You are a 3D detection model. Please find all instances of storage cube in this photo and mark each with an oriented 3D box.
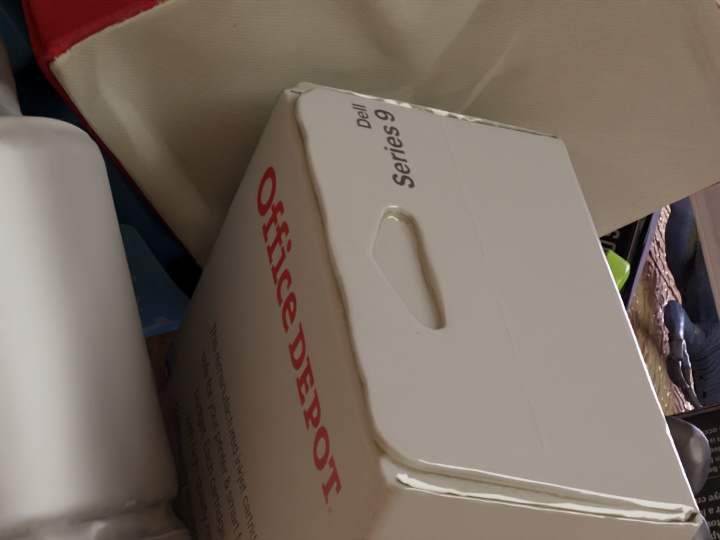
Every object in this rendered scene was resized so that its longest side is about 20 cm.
[{"bbox_3d":[-0.001,-0.108,0.667,0.200,0.170,0.180,55,12,-51],"label":"storage cube"}]

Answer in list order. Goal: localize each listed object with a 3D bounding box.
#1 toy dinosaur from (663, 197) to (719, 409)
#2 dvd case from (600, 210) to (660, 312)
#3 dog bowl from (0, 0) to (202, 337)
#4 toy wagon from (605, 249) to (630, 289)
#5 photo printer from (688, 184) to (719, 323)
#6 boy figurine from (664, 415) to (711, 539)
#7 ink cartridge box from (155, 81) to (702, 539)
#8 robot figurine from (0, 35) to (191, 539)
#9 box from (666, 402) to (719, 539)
[{"bbox_3d":[0.202,0.018,1.188,0.200,0.104,0.183,-93,-172,-74],"label":"toy dinosaur"},{"bbox_3d":[0.126,-0.033,1.047,0.200,0.025,0.151,-63,166,-54],"label":"dvd case"},{"bbox_3d":[-0.105,-0.058,0.661,0.200,0.049,0.112,57,14,-29],"label":"dog bowl"},{"bbox_3d":[0.000,0.000,0.772,0.155,0.040,0.200,36,51,2],"label":"toy wagon"},{"bbox_3d":[0.190,-0.048,1.003,0.166,0.069,0.201,-50,128,-60],"label":"photo printer"},{"bbox_3d":[0.061,0.106,0.729,0.200,0.064,0.125,-39,130,-63],"label":"boy figurine"},{"bbox_3d":[-0.005,0.075,0.596,0.087,0.201,0.146,8,38,-20],"label":"ink cartridge box"},{"bbox_3d":[-0.106,0.037,0.563,0.169,0.112,0.201,3,72,-70],"label":"robot figurine"},{"bbox_3d":[0.178,0.175,1.036,0.148,0.104,0.201,24,55,-57],"label":"box"}]
